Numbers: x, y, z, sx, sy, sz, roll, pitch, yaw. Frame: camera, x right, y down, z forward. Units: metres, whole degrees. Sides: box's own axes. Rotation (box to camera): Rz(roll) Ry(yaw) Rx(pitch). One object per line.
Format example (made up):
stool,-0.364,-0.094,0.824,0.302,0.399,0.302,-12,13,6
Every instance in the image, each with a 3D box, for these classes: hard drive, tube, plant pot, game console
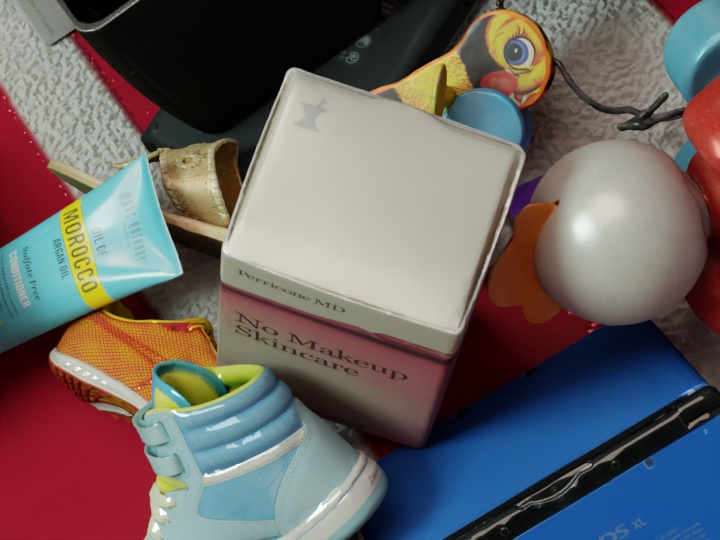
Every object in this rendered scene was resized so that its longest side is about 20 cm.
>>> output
hard drive,-0.028,-0.132,1.408,0.139,0.033,0.200,23,70,28
tube,-0.190,0.007,1.330,0.200,0.050,0.078,-27,75,26
plant pot,-0.094,-0.203,1.346,0.199,0.177,0.200,-36,55,-4
game console,0.114,0.139,1.208,0.200,0.118,0.171,-31,87,0

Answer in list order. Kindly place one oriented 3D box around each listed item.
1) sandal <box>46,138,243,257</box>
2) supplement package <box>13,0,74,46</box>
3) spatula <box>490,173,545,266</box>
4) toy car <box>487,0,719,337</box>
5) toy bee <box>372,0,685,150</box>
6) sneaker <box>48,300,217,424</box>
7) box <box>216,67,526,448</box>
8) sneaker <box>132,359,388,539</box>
sandal,-0.082,-0.042,1.343,0.211,0.078,0.070,27,84,22
supplement package,-0.181,-0.287,1.479,0.200,0.152,0.151,-34,56,-3
spatula,0.062,0.000,1.305,0.200,0.021,0.057,-36,45,-2
toy car,0.158,-0.014,1.173,0.200,0.177,0.184,-18,46,-7
toy bee,0.072,-0.112,1.314,0.200,0.131,0.109,-17,92,-11
sneaker,-0.094,0.066,1.287,0.200,0.073,0.077,29,73,30
box,0.000,0.000,1.180,0.128,0.200,0.109,19,69,3
sneaker,-0.098,0.122,1.201,0.200,0.131,0.080,-37,12,16
